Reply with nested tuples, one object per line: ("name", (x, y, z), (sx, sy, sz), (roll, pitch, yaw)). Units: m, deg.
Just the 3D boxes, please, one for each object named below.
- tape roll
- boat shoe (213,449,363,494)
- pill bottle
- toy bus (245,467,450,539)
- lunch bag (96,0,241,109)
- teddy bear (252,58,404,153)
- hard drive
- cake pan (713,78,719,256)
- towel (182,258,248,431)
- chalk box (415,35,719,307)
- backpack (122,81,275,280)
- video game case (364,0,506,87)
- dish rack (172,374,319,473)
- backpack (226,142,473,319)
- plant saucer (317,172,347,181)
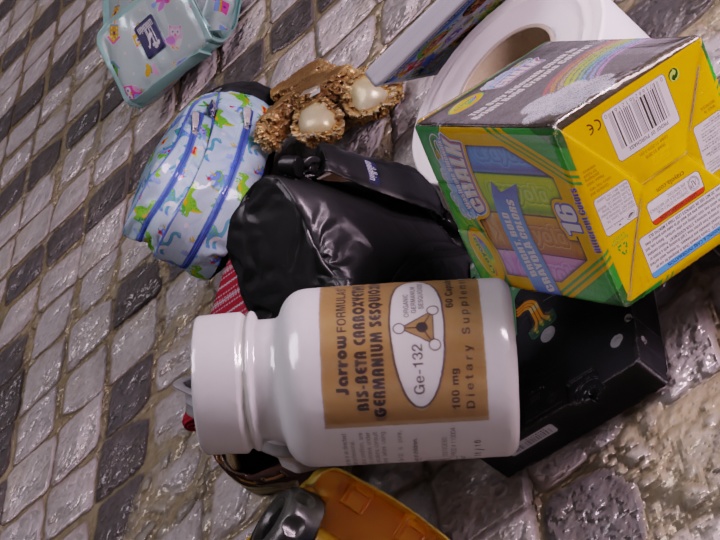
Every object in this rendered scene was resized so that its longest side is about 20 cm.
("tape roll", (0.135, -0.132, 1.220), (0.202, 0.071, 0.202), (-38, 32, 28))
("boat shoe", (-0.076, 0.140, 1.235), (0.072, 0.072, 0.200), (-59, 28, -10))
("pill bottle", (-0.002, 0.066, 0.983), (0.200, 0.114, 0.114), (-4, 41, 2))
("toy bus", (-0.048, 0.235, 1.053), (0.200, 0.136, 0.192), (-57, 13, -11))
("lunch bag", (-0.234, -0.313, 1.921), (0.170, 0.122, 0.200), (-31, 44, 32))
("teddy bear", (-0.027, -0.151, 1.465), (0.145, 0.067, 0.200), (-38, 19, -19))
("hard drive", (0.138, 0.031, 1.070), (0.140, 0.038, 0.200), (-36, 34, 29))
("cake pan", (0.286, -0.093, 0.984), (0.200, 0.037, 0.200), (-36, 33, 29))
("towel", (-0.090, 0.038, 1.352), (0.145, 0.022, 0.200), (-32, 33, 38))
("chalk box", (0.128, -0.066, 0.984), (0.124, 0.124, 0.200), (-33, 19, -21))
("backpack", (-0.153, -0.081, 1.515), (0.163, 0.154, 0.200), (-48, 34, 35))
("video game case", (0.094, -0.213, 1.293), (0.143, 0.018, 0.200), (-42, -7, 26))
("dish rack", (-0.030, 0.103, 1.150), (0.200, 0.172, 0.044), (14, 110, 59))
("backpack", (0.000, 0.000, 1.151), (0.127, 0.200, 0.167), (-30, 78, 31))
("plant saucer", (-0.047, 0.001, 1.384), (0.200, 0.034, 0.200), (-38, 31, 29))
